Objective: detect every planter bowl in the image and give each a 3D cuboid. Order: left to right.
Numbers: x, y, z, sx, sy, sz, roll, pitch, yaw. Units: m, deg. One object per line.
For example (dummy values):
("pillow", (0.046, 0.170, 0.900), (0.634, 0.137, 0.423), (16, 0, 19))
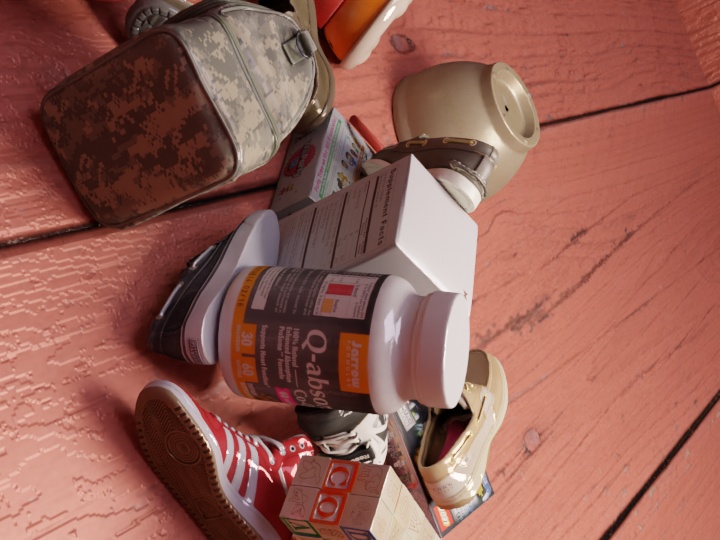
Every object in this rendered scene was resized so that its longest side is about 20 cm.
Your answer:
("planter bowl", (0.153, -0.194, 1.439), (0.199, 0.133, 0.203), (31, 48, -41))

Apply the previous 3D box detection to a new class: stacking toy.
("stacking toy", (-0.039, -0.355, 1.298), (0.199, 0.146, 0.147), (40, 39, -7))

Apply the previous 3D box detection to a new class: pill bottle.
("pill bottle", (-0.012, 0.059, 0.921), (0.116, 0.196, 0.119), (4, 90, -71))

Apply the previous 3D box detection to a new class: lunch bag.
("lunch bag", (-0.147, -0.140, 0.926), (0.167, 0.198, 0.141), (-38, 105, -52))

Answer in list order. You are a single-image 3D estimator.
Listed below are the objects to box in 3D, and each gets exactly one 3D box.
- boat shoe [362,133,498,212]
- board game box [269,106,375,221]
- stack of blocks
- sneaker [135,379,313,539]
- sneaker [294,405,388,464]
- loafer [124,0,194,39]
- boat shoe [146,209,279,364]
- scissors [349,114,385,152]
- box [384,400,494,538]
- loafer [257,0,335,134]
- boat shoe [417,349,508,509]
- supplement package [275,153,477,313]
("boat shoe", (0.070, -0.104, 1.107), (0.072, 0.201, 0.061), (42, 78, -27))
("board game box", (-0.004, -0.056, 1.199), (0.200, 0.064, 0.149), (47, 37, -31))
("stack of blocks", (0.003, 0.238, 0.934), (0.201, 0.113, 0.059), (60, 40, -43))
("sneaker", (-0.109, 0.150, 0.920), (0.202, 0.070, 0.113), (61, 37, -23))
("sneaker", (-0.007, 0.159, 1.024), (0.200, 0.073, 0.090), (23, 61, -73))
("loafer", (-0.157, -0.222, 1.081), (0.199, 0.075, 0.071), (30, 36, -49))
("boat shoe", (-0.130, 0.010, 0.975), (0.201, 0.067, 0.073), (-65, 153, -48))
("scissors", (0.056, -0.096, 1.220), (0.201, 0.014, 0.073), (50, 3, -1))
("box", (0.070, 0.178, 1.187), (0.136, 0.039, 0.203), (-19, 87, -56))
("loafer", (-0.081, -0.239, 1.192), (0.067, 0.076, 0.203), (23, 44, -46))
("boat shoe", (0.106, 0.152, 1.150), (0.069, 0.073, 0.202), (53, 36, -30))
("supplement package", (0.000, 0.000, 1.045), (0.117, 0.198, 0.119), (43, 40, -32))
